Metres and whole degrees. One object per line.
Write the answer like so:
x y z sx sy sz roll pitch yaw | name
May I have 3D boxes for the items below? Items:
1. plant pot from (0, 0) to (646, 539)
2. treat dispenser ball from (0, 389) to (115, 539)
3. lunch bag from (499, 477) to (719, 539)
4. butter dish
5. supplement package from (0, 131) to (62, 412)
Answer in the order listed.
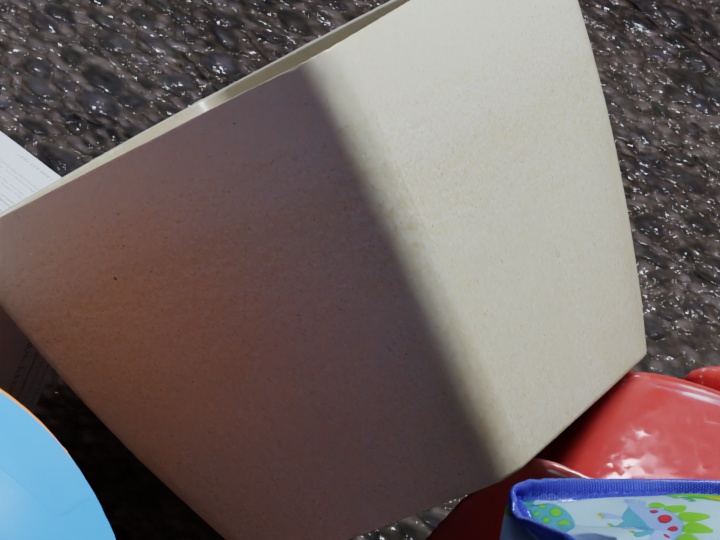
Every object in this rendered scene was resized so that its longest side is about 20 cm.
0.000 0.000 1.192 0.177 0.200 0.200 61 35 -5 | plant pot
-0.179 0.123 1.017 0.200 0.201 0.201 20 32 -14 | treat dispenser ball
0.141 0.168 1.077 0.200 0.170 0.127 2 20 -23 | lunch bag
0.138 0.108 1.267 0.199 0.200 0.148 26 60 -5 | butter dish
-0.217 0.019 1.210 0.120 0.121 0.200 37 33 16 | supplement package
